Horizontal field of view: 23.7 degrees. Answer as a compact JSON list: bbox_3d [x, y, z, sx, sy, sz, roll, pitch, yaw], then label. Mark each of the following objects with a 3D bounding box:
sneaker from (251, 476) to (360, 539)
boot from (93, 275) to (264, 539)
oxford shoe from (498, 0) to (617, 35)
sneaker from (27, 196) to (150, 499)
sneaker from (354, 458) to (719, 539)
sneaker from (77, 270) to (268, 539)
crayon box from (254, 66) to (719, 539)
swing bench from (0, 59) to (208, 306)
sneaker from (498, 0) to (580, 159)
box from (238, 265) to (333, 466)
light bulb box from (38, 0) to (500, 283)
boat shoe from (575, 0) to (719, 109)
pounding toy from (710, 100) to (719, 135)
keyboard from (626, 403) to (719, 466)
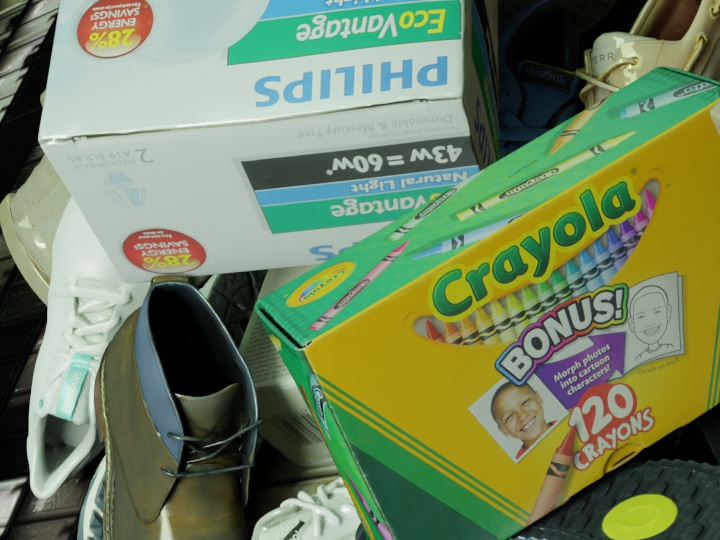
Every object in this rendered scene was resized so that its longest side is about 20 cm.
[{"bbox_3d":[0.003,0.120,0.774,0.200,0.081,0.075,-50,31,-8],"label":"sneaker"},{"bbox_3d":[-0.085,0.101,0.825,0.097,0.074,0.201,116,139,-55],"label":"boot"},{"bbox_3d":[0.050,-0.150,0.969,0.199,0.076,0.058,-17,38,-2],"label":"oxford shoe"},{"bbox_3d":[-0.152,0.044,0.968,0.089,0.075,0.201,-73,-1,-56],"label":"sneaker"},{"bbox_3d":[0.092,0.126,0.687,0.199,0.079,0.066,-9,22,35],"label":"sneaker"},{"bbox_3d":[-0.102,0.092,0.949,0.086,0.078,0.201,-27,29,50],"label":"sneaker"},{"bbox_3d":[0.073,0.020,0.679,0.199,0.119,0.058,-30,25,-11],"label":"crayon box"},{"bbox_3d":[-0.120,-0.090,1.041,0.199,0.129,0.201,-43,24,42],"label":"swing bench"},{"bbox_3d":[0.071,-0.059,0.876,0.078,0.066,0.201,-51,17,52],"label":"sneaker"},{"bbox_3d":[0.000,0.000,0.919,0.082,0.068,0.201,-15,44,41],"label":"box"},{"bbox_3d":[-0.035,-0.117,0.828,0.197,0.125,0.201,-5,58,11],"label":"light bulb box"},{"bbox_3d":[0.141,-0.093,0.848,0.200,0.069,0.074,-55,22,-19],"label":"boat shoe"},{"bbox_3d":[0.224,-0.032,0.582,0.142,0.184,0.200,-37,32,-3],"label":"pounding toy"},{"bbox_3d":[0.152,0.043,0.744,0.127,0.021,0.201,-31,34,12],"label":"keyboard"}]
